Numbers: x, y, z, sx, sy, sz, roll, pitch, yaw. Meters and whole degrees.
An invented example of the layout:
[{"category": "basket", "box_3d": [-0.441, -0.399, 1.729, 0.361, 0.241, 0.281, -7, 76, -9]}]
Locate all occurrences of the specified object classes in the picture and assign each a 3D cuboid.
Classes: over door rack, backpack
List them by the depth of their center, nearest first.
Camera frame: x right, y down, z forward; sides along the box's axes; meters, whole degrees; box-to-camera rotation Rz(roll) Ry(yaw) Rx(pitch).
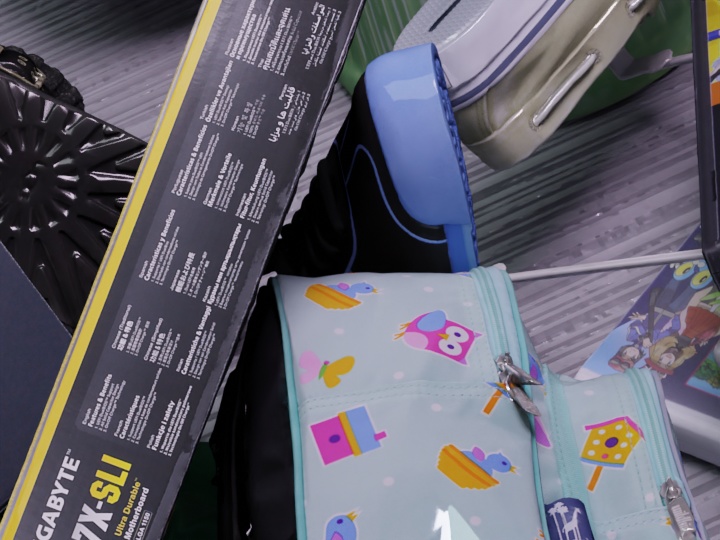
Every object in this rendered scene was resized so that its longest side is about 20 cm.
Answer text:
[{"category": "backpack", "box_3d": [0.027, 0.096, 0.684, 0.153, 0.176, 0.200, -10, 43, -8]}, {"category": "over door rack", "box_3d": [0.137, -0.037, 0.824, 0.200, 0.067, 0.148, 5, 46, 45]}]

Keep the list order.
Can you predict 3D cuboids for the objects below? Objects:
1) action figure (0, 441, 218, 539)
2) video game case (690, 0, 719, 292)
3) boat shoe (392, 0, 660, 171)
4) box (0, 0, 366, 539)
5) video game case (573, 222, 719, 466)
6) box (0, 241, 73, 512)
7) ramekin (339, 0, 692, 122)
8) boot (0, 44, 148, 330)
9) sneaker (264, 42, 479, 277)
[{"category": "action figure", "box_3d": [-0.115, 0.103, 0.830, 0.200, 0.055, 0.118, 0, 48, 34]}, {"category": "video game case", "box_3d": [0.209, -0.082, 0.740, 0.200, 0.026, 0.181, -16, 37, 19]}, {"category": "boat shoe", "box_3d": [0.091, -0.122, 0.860, 0.200, 0.062, 0.072, -46, 27, -19]}, {"category": "box", "box_3d": [-0.059, 0.010, 0.700, 0.049, 0.160, 0.200, 21, 82, -2]}, {"category": "video game case", "box_3d": [0.207, 0.014, 0.799, 0.200, 0.023, 0.182, 21, 58, 38]}, {"category": "box", "box_3d": [-0.212, 0.047, 0.849, 0.148, 0.107, 0.200, -43, 26, -21]}, {"category": "ramekin", "box_3d": [0.065, -0.163, 0.988, 0.200, 0.098, 0.200, -13, 43, 12]}, {"category": "boot", "box_3d": [-0.135, -0.041, 0.964, 0.079, 0.211, 0.158, -54, 2, 1]}, {"category": "sneaker", "box_3d": [0.000, 0.000, 0.771, 0.078, 0.200, 0.070, -8, 54, -1]}]
